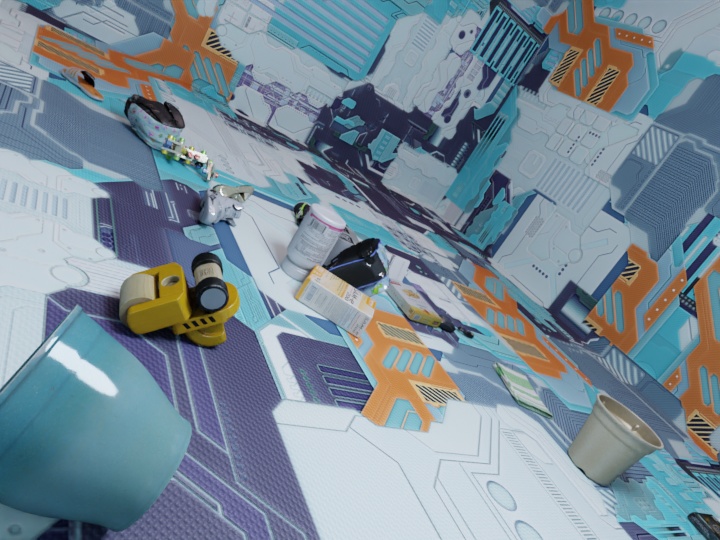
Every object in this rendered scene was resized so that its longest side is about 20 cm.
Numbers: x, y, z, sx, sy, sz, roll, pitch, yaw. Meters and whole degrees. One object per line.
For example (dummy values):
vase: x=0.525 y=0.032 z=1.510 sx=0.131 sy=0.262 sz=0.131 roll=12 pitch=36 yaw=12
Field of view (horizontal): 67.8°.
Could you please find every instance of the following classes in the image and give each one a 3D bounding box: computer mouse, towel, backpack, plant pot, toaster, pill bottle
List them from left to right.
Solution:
plant pot: x=-0.297 y=0.174 z=0.579 sx=0.188 sy=0.200 sz=0.200 roll=42 pitch=13 yaw=-19
backpack: x=-0.682 y=-0.492 z=1.803 sx=0.200 sy=0.127 sz=0.166 roll=42 pitch=31 yaw=25
pill bottle: x=-0.136 y=-0.075 z=1.499 sx=0.113 sy=0.201 sz=0.113 roll=29 pitch=18 yaw=-10
toaster: x=-0.100 y=-0.083 z=1.725 sx=0.199 sy=0.119 sz=0.181 roll=26 pitch=19 yaw=-22
backpack: x=0.000 y=0.000 z=1.567 sx=0.200 sy=0.182 sz=0.148 roll=-68 pitch=136 yaw=-68
computer mouse: x=0.334 y=0.195 z=1.870 sx=0.199 sy=0.034 sz=0.059 roll=23 pitch=17 yaw=-37
towel: x=0.519 y=0.380 z=1.719 sx=0.152 sy=0.023 sz=0.200 roll=27 pitch=18 yaw=-21
plant pot: x=0.679 y=0.475 z=1.468 sx=0.200 sy=0.184 sz=0.201 roll=30 pitch=17 yaw=-10

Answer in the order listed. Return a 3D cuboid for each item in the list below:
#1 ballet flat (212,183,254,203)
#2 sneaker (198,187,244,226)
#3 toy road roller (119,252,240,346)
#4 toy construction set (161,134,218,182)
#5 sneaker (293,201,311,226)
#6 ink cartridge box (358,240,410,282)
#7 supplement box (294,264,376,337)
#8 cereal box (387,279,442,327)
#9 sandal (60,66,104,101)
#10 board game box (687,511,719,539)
ballet flat: x=-0.408 y=-0.241 z=1.740 sx=0.063 sy=0.067 sz=0.200 roll=64 pitch=26 yaw=5
sneaker: x=-0.391 y=-0.169 z=1.517 sx=0.114 sy=0.075 sz=0.200 roll=22 pitch=17 yaw=-23
toy road roller: x=-0.319 y=0.071 z=0.970 sx=0.199 sy=0.147 sz=0.123 roll=-14 pitch=35 yaw=-14
toy construction set: x=-0.554 y=-0.372 z=1.755 sx=0.199 sy=0.093 sz=0.131 roll=33 pitch=-9 yaw=-26
sneaker: x=-0.197 y=-0.191 z=1.926 sx=0.083 sy=0.072 sz=0.200 roll=11 pitch=27 yaw=-47
ink cartridge box: x=0.050 y=-0.038 z=1.869 sx=0.199 sy=0.085 sz=0.145 roll=18 pitch=6 yaw=-39
supplement box: x=-0.062 y=0.078 z=1.428 sx=0.199 sy=0.074 sz=0.126 roll=32 pitch=18 yaw=-3
cereal box: x=0.174 y=0.108 z=1.820 sx=0.143 sy=0.040 sz=0.200 roll=19 pitch=22 yaw=-40
sandal: x=-0.968 y=-0.671 z=1.893 sx=0.206 sy=0.059 sz=0.079 roll=38 pitch=18 yaw=17
board game box: x=1.054 y=0.790 z=1.536 sx=0.135 sy=0.028 sz=0.200 roll=22 pitch=21 yaw=-31
